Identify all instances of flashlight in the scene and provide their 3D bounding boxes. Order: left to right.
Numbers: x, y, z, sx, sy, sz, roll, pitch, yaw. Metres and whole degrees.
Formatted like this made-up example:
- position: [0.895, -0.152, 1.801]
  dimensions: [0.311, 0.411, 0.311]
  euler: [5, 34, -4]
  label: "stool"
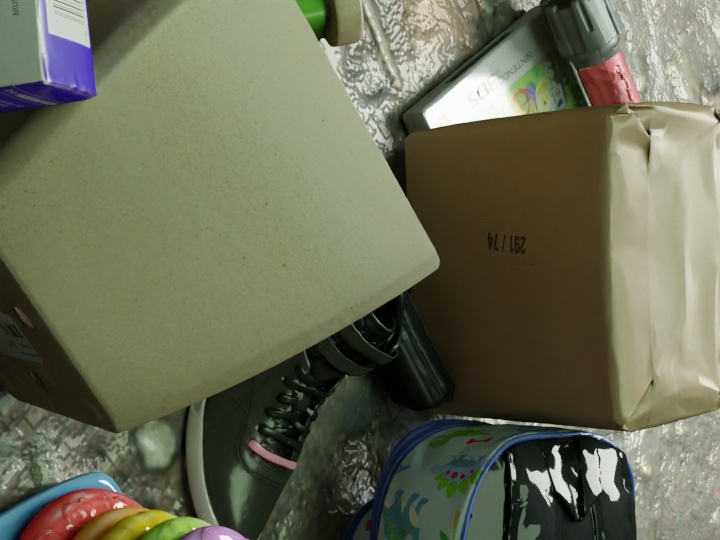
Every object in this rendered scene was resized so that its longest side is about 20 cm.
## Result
- position: [0.189, -0.108, 1.322]
  dimensions: [0.068, 0.067, 0.201]
  euler: [-43, 116, -40]
  label: "flashlight"

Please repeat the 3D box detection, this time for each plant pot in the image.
- position: [-0.118, -0.035, 0.912]
  dimensions: [0.177, 0.199, 0.201]
  euler: [-41, 115, -24]
  label: "plant pot"

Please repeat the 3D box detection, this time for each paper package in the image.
- position: [0.126, -0.002, 1.146]
  dimensions: [0.103, 0.199, 0.192]
  euler: [-2, 91, -36]
  label: "paper package"

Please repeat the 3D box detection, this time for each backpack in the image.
- position: [0.073, 0.191, 1.112]
  dimensions: [0.182, 0.146, 0.202]
  euler: [7, 88, -46]
  label: "backpack"

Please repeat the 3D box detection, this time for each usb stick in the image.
- position: [0.000, 0.000, 1.134]
  dimensions: [0.033, 0.055, 0.201]
  euler: [-38, 112, -26]
  label: "usb stick"

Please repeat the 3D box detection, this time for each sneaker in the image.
- position: [-0.034, 0.063, 1.053]
  dimensions: [0.071, 0.099, 0.201]
  euler: [33, 62, -42]
  label: "sneaker"

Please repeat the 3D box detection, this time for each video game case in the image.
- position: [0.121, -0.061, 1.302]
  dimensions: [0.182, 0.022, 0.201]
  euler: [-42, 115, -43]
  label: "video game case"

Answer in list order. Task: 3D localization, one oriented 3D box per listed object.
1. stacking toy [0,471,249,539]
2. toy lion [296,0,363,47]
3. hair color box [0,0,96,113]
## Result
- position: [-0.088, 0.159, 0.901]
  dimensions: [0.109, 0.199, 0.117]
  euler: [-23, 100, -47]
  label: "stacking toy"
- position: [-0.059, -0.157, 1.016]
  dimensions: [0.068, 0.192, 0.201]
  euler: [-14, 77, -13]
  label: "toy lion"
- position: [-0.221, -0.117, 0.796]
  dimensions: [0.065, 0.199, 0.110]
  euler: [5, 79, -76]
  label: "hair color box"
